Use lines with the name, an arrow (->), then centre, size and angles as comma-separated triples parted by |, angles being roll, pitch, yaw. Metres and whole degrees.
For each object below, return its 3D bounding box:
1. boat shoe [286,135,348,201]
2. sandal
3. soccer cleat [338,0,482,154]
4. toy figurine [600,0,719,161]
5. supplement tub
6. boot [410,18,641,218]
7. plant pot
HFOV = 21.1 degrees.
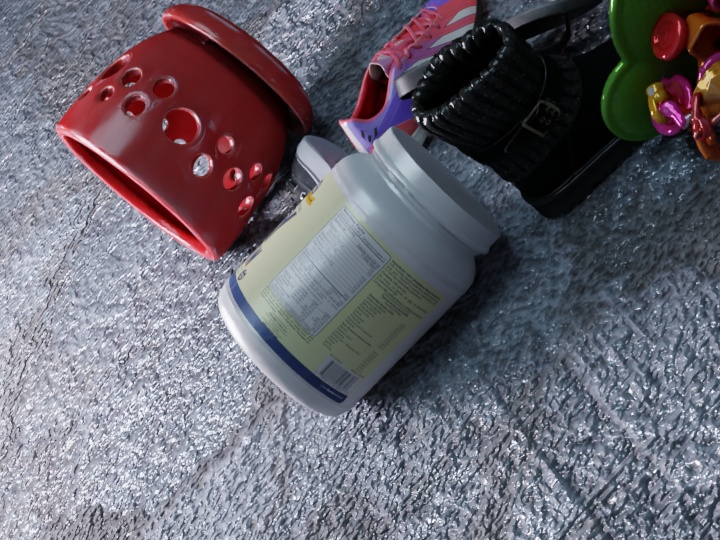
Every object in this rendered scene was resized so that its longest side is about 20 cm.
boat shoe -> -0.023, -0.052, 1.699 | 0.067, 0.070, 0.200 | -63, 31, 17
sandal -> 0.123, -0.180, 1.638 | 0.199, 0.048, 0.075 | -24, -4, 28
soccer cleat -> 0.047, -0.187, 1.727 | 0.068, 0.073, 0.201 | 0, 59, 52
toy figurine -> 0.270, -0.134, 1.354 | 0.201, 0.149, 0.184 | -64, 36, 24
supplement tub -> 0.000, 0.000, 1.536 | 0.200, 0.145, 0.145 | -46, 32, 10
boot -> 0.154, -0.153, 1.472 | 0.211, 0.158, 0.079 | -49, 31, 6
plant pot -> -0.160, -0.139, 1.834 | 0.183, 0.200, 0.200 | -53, 31, -7
